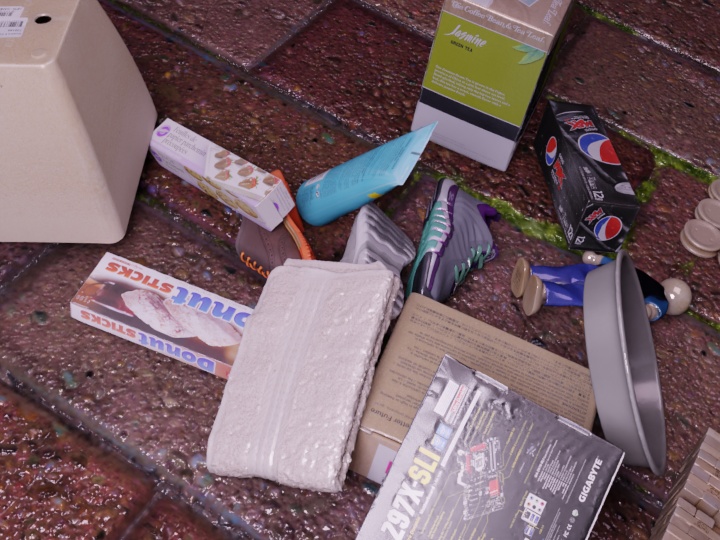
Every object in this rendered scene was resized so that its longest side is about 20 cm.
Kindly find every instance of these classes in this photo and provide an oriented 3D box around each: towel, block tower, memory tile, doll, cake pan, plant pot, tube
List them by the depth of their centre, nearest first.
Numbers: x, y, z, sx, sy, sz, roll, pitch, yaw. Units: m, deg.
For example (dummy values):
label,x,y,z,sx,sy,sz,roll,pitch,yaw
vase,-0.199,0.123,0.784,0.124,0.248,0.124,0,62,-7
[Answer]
label,x,y,z,sx,sy,sz,roll,pitch,yaw
towel,-0.047,0.082,0.799,0.130,0.035,0.204,2,62,30
block tower,0.289,0.225,0.820,0.053,0.058,0.200,31,47,14
cake pan,0.241,0.084,0.858,0.036,0.202,0.203,-10,41,23
plant pot,-0.319,-0.163,0.899,0.195,0.179,0.203,1,46,2
tube,0.002,-0.091,0.934,0.050,0.199,0.079,35,64,-21
doll,0.262,0.018,1.001,0.195,0.049,0.137,4,26,-13
memory tile,0.488,-0.025,1.124,0.198,0.017,0.153,33,49,14

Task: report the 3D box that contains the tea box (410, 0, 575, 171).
label,x,y,z,sx,sy,sz,roll,pitch,yaw
tea box,0.169,-0.270,1.136,0.131,0.199,0.201,23,46,8

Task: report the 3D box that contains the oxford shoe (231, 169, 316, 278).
label,x,y,z,sx,sy,sz,roll,pitch,yaw
oxford shoe,-0.081,-0.009,0.936,0.071,0.072,0.202,-21,51,-3

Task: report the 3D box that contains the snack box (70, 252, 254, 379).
label,x,y,z,sx,sy,sz,roll,pitch,yaw
snack box,-0.165,0.047,0.879,0.196,0.025,0.073,21,46,5

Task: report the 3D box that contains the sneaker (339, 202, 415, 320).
label,x,y,z,sx,sy,sz,roll,pitch,yaw
sneaker,0.000,0.000,0.934,0.075,0.082,0.201,42,26,-12

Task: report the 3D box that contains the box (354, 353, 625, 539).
label,x,y,z,sx,sy,sz,roll,pitch,yaw
box,0.090,0.192,0.728,0.157,0.049,0.203,26,82,10

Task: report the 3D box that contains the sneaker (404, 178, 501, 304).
label,x,y,z,sx,sy,sz,roll,pitch,yaw
sneaker,0.103,-0.017,0.978,0.086,0.075,0.202,20,46,-2

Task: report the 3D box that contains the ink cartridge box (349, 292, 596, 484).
label,x,y,z,sx,sy,sz,roll,pitch,yaw
ink cartridge box,0.102,0.133,0.839,0.197,0.076,0.166,24,48,6

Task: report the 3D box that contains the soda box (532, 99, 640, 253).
label,x,y,z,sx,sy,sz,roll,pitch,yaw
soda box,0.256,-0.113,1.092,0.062,0.072,0.202,5,42,-11

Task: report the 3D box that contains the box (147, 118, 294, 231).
label,x,y,z,sx,sy,sz,roll,pitch,yaw
box,-0.146,-0.100,0.960,0.198,0.042,0.039,31,69,37
